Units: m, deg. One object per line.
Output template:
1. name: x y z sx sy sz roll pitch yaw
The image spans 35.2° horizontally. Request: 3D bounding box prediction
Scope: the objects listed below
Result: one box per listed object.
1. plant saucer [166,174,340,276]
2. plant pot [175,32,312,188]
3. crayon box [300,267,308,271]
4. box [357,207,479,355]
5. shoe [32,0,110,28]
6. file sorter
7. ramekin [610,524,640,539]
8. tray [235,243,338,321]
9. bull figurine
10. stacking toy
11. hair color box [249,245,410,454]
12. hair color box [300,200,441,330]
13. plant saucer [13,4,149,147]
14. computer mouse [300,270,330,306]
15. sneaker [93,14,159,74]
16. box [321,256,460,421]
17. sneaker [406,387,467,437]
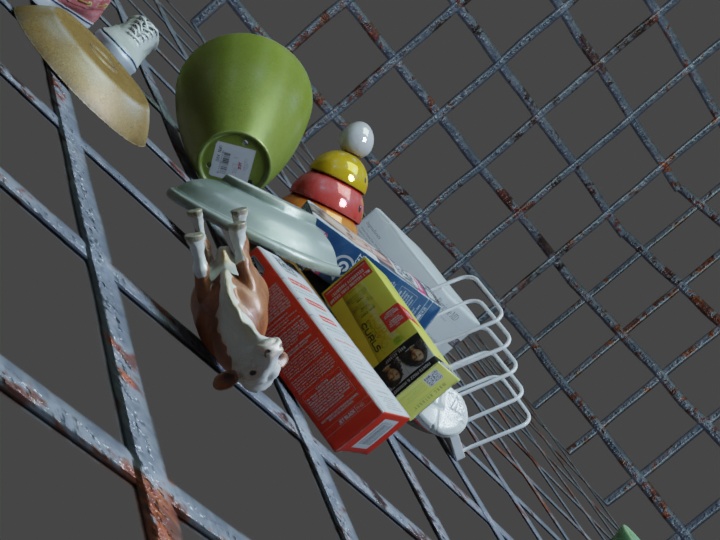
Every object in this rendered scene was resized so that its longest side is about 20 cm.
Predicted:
1. plant saucer: -0.103 -0.057 1.189 0.200 0.050 0.200 26 2 -1
2. plant pot: -0.157 -0.180 1.461 0.187 0.187 0.200 47 21 -26
3. crayon box: -0.016 0.053 1.510 0.200 0.052 0.126 50 5 12
4. box: 0.068 0.034 1.886 0.200 0.131 0.199 53 7 31
5. shoe: -0.356 -0.360 1.380 0.071 0.091 0.200 51 6 10
6. file sorter: 0.142 0.126 1.562 0.139 0.124 0.200 -123 -168 -58
7. ramekin: 0.460 0.526 1.856 0.200 0.098 0.200 49 5 -6
8. tray: -0.055 0.054 1.278 0.200 0.037 0.099 51 6 22
9. bull figurine: -0.103 0.019 0.901 0.200 0.065 0.122 -137 -142 -73
10. stacking toy: -0.037 -0.118 1.592 0.146 0.200 0.146 25 0 0
11. hair color box: -0.045 0.077 1.073 0.200 0.061 0.102 52 7 19
12. hair color box: 0.000 0.000 1.409 0.200 0.061 0.100 35 7 -14
13. plant saucer: -0.294 -0.222 1.244 0.200 0.035 0.200 49 5 -6
14. computer mouse: -0.001 0.054 1.403 0.200 0.034 0.059 29 23 -11
15. sneaker: -0.310 -0.311 1.520 0.073 0.071 0.200 48 6 -18
16. box: 0.030 0.073 1.271 0.050 0.075 0.200 44 9 -42
17. sneaker: 0.035 0.138 1.378 0.200 0.077 0.082 43 -25 -3
